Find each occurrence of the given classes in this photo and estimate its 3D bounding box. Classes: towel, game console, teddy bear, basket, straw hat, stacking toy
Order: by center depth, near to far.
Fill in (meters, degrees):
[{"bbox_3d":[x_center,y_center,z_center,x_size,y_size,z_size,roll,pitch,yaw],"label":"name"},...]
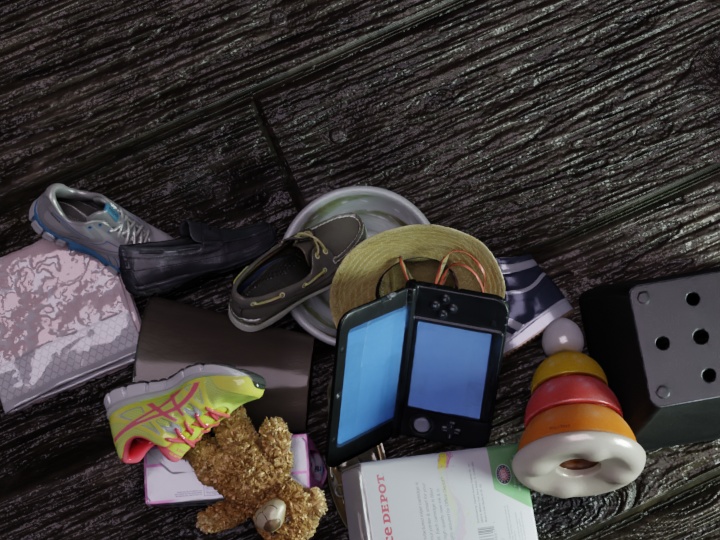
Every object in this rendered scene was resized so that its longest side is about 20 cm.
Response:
[{"bbox_3d":[-0.128,0.220,1.502,0.144,0.067,0.201,-26,77,0],"label":"teddy bear"},{"bbox_3d":[0.063,0.125,1.526,0.175,0.117,0.201,10,118,8],"label":"game console"},{"bbox_3d":[0.239,0.141,1.550,0.145,0.146,0.201,-1,58,3],"label":"stacking toy"},{"bbox_3d":[0.065,0.014,1.586,0.200,0.085,0.202,1,119,1],"label":"straw hat"},{"bbox_3d":[-0.156,0.125,1.610,0.199,0.136,0.181,6,63,1],"label":"basket"},{"bbox_3d":[-0.377,0.054,1.688,0.199,0.032,0.192,-23,77,-3],"label":"towel"}]

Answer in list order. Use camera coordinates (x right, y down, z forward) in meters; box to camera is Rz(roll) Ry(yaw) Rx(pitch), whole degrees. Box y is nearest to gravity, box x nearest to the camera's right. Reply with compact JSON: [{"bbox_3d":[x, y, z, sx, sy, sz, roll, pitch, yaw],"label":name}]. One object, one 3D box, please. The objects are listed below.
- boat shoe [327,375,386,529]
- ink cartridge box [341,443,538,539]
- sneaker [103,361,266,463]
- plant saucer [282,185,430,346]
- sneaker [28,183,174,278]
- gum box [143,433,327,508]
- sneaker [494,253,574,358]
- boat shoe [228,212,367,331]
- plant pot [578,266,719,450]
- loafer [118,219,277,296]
[{"bbox_3d":[-0.005,0.210,1.615,0.073,0.063,0.202,-4,78,3],"label":"boat shoe"},{"bbox_3d":[0.089,0.282,1.555,0.199,0.087,0.146,-4,77,-19],"label":"ink cartridge box"},{"bbox_3d":[-0.184,0.157,1.472,0.199,0.078,0.091,-18,64,27],"label":"sneaker"},{"bbox_3d":[0.000,0.000,1.667,0.199,0.050,0.202,-1,77,3],"label":"plant saucer"},{"bbox_3d":[-0.297,-0.047,1.653,0.199,0.087,0.075,21,61,-15],"label":"sneaker"},{"bbox_3d":[-0.141,0.233,1.593,0.199,0.114,0.067,-5,78,3],"label":"gum box"},{"bbox_3d":[0.144,0.057,1.635,0.199,0.070,0.109,-30,83,-10],"label":"sneaker"},{"bbox_3d":[-0.069,-0.007,1.596,0.201,0.060,0.072,-37,67,-22],"label":"boat shoe"},{"bbox_3d":[0.368,0.089,1.562,0.199,0.177,0.201,-9,77,2],"label":"plant pot"},{"bbox_3d":[-0.193,-0.028,1.647,0.200,0.068,0.071,-19,105,-24],"label":"loafer"}]
